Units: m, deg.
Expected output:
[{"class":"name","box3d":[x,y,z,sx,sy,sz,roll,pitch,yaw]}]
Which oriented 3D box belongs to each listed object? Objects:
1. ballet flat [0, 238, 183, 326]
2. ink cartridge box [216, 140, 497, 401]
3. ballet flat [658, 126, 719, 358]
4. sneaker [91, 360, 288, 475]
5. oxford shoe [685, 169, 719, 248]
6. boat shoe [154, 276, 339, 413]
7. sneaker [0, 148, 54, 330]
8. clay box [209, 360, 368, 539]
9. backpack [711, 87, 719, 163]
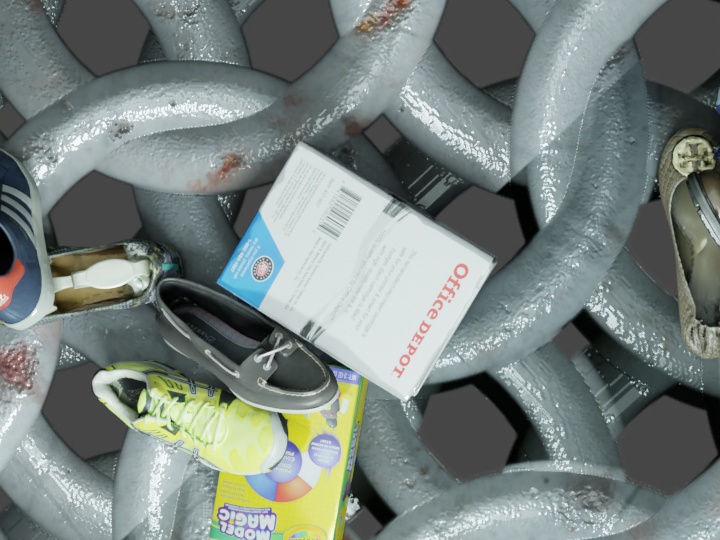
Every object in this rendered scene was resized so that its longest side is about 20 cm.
[{"class":"ballet flat","box3d":[-0.263,0.009,1.395,0.200,0.072,0.072,-10,90,9]},{"class":"ink cartridge box","box3d":[0.000,0.000,1.347,0.200,0.084,0.146,32,95,6]},{"class":"ballet flat","box3d":[0.293,-0.024,1.322,0.067,0.046,0.201,-3,91,8]},{"class":"sneaker","box3d":[-0.152,0.131,1.344,0.199,0.076,0.076,14,92,32]},{"class":"oxford shoe","box3d":[0.350,-0.029,1.274,0.200,0.073,0.084,36,117,-20]},{"class":"boat shoe","box3d":[-0.106,0.063,1.329,0.200,0.057,0.067,24,56,33]},{"class":"sneaker","box3d":[-0.330,-0.044,1.360,0.075,0.084,0.200,-37,54,14]},{"class":"clay box","box3d":[-0.065,0.177,1.378,0.114,0.048,0.201,9,91,11]},{"class":"backpack","box3d":[0.378,-0.125,1.228,0.182,0.200,0.147,20,91,7]}]
